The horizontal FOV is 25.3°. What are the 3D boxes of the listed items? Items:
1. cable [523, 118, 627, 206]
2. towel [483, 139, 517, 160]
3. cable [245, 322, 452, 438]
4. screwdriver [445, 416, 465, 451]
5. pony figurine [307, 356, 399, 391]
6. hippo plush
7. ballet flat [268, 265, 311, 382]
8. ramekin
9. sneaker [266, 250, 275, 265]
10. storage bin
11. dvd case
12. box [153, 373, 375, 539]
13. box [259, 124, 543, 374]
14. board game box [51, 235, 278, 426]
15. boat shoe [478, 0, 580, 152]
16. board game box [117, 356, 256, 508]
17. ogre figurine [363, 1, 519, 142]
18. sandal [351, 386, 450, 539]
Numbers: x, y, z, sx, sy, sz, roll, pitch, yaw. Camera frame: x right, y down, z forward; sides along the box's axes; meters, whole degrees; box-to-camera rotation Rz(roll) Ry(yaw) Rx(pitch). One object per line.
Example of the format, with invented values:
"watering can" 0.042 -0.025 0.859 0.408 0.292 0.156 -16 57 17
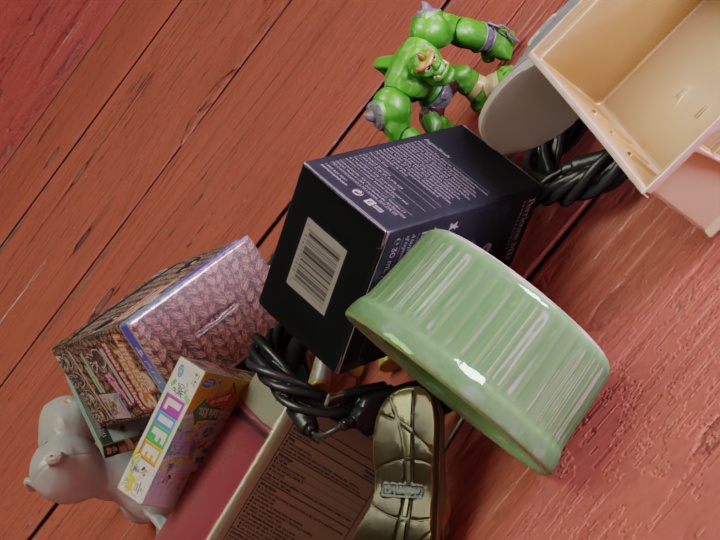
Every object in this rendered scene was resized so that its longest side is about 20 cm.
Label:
"cable" 0.218 -0.126 1.389 0.200 0.051 0.163 -51 30 7
"towel" 0.150 -0.149 1.493 0.200 0.034 0.133 -61 -2 6
"cable" 0.000 0.084 1.397 0.163 0.200 0.051 34 128 39
"screwdriver" 0.095 0.106 1.356 0.200 0.029 0.028 -53 24 -5
"pony figurine" 0.000 0.000 1.557 0.193 0.166 0.200 -45 41 42
"hippo plush" -0.281 0.219 1.728 0.159 0.161 0.200 125 149 -54
"ballet flat" -0.077 0.094 1.649 0.069 0.069 0.200 -16 69 56
"ramekin" 0.095 0.058 1.228 0.098 0.200 0.200 -51 24 -5
"sneaker" -0.046 -0.021 1.726 0.200 0.078 0.079 -42 31 6
"storage bin" 0.265 -0.165 1.228 0.199 0.094 0.200 -46 41 15
"dvd case" -0.198 0.123 1.699 0.146 0.200 0.022 -128 28 -49
"box" -0.078 0.212 1.438 0.200 0.128 0.109 -58 24 -5
"box" 0.035 -0.022 1.359 0.107 0.200 0.149 40 129 29
"board game box" -0.186 0.063 1.583 0.159 0.097 0.200 -38 11 -32
"boat shoe" 0.179 -0.184 1.380 0.201 0.070 0.072 -45 21 12
"board game box" -0.128 0.160 1.507 0.034 0.200 0.135 29 95 32
"ogre figurine" 0.077 -0.183 1.639 0.200 0.120 0.098 -56 24 4
"sandal" 0.040 0.196 1.304 0.080 0.054 0.200 4 82 33
